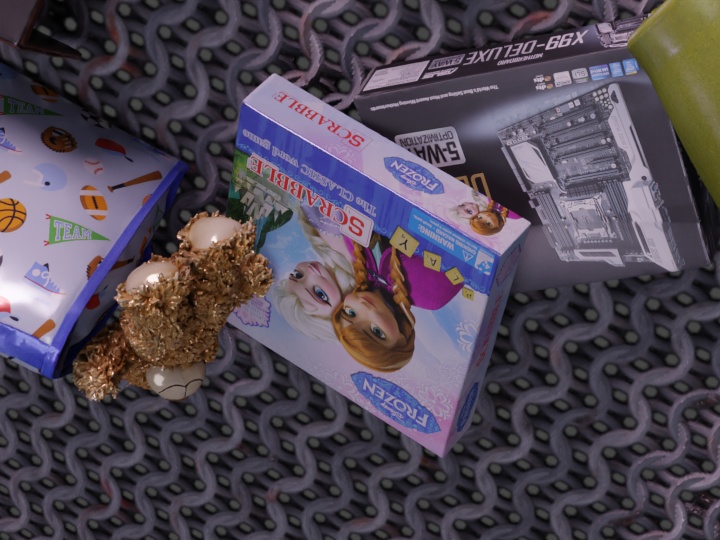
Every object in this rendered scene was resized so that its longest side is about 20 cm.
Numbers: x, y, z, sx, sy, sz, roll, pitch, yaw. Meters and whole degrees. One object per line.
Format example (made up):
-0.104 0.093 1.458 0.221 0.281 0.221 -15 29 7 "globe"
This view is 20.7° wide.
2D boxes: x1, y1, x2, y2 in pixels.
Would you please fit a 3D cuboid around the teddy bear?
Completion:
-0.119 0.033 1.280 0.067 0.145 0.200 45 137 7 "teddy bear"

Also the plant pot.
0.258 -0.102 1.104 0.193 0.200 0.200 49 125 1 "plant pot"

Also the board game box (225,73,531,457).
0.000 0.000 1.288 0.199 0.041 0.201 31 139 18 "board game box"

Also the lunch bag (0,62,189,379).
-0.235 -0.023 1.312 0.169 0.200 0.125 26 126 2 "lunch bag"

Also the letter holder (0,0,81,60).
-0.265 -0.222 1.271 0.198 0.142 0.101 25 94 8 "letter holder"

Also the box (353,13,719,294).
0.113 -0.067 1.249 0.198 0.050 0.159 -8 118 24 "box"
